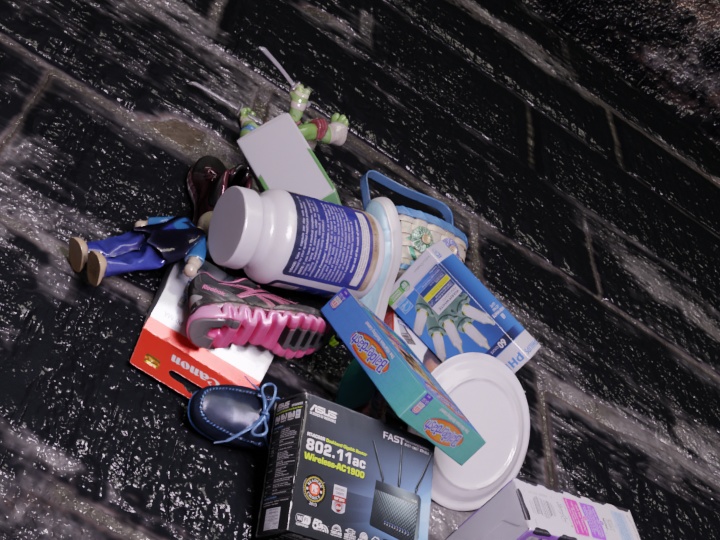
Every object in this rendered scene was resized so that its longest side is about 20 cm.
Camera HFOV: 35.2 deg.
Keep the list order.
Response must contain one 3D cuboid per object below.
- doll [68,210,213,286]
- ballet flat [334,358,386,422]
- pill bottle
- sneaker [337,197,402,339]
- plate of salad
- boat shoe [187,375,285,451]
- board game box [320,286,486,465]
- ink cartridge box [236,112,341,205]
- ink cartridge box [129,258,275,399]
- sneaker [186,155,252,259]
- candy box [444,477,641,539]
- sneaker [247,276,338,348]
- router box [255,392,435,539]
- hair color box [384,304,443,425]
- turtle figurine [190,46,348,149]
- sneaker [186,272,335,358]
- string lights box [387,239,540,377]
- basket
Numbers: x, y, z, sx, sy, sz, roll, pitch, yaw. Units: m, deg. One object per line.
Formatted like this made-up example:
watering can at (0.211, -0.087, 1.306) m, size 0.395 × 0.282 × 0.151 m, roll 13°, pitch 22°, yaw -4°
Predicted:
doll at (-0.240, -0.029, 1.357) m, size 0.199 × 0.049 × 0.136 m, roll -19°, pitch 38°, yaw -41°
ballet flat at (0.002, 0.192, 1.406) m, size 0.201 × 0.075 × 0.064 m, roll -82°, pitch 149°, yaw -51°
pill bottle at (-0.078, -0.034, 1.378) m, size 0.198 × 0.116 × 0.116 m, roll 13°, pitch 40°, yaw -35°
sneaker at (0.000, 0.000, 1.526) m, size 0.081 × 0.203 × 0.074 m, roll 3°, pitch 9°, yaw -41°
plate of salad at (0.136, 0.206, 1.463) m, size 0.198 × 0.048 × 0.203 m, roll 0°, pitch 91°, yaw -31°
boat shoe at (-0.097, 0.165, 1.284) m, size 0.198 × 0.068 × 0.085 m, roll 15°, pitch 70°, yaw -35°
board game box at (0.049, 0.124, 1.334) m, size 0.152 × 0.045 × 0.200 m, roll 43°, pitch 5°, yaw -45°
ink cartridge box at (-0.081, -0.093, 1.548) m, size 0.146 × 0.083 × 0.200 m, roll 58°, pitch -5°, yaw 27°
ink cartridge box at (-0.176, 0.077, 1.353) m, size 0.159 × 0.047 × 0.201 m, roll 33°, pitch 29°, yaw -15°
sneaker at (-0.179, -0.114, 1.526) m, size 0.075 × 0.116 × 0.201 m, roll 18°, pitch 37°, yaw -25°
candy box at (0.208, 0.337, 1.335) m, size 0.198 × 0.168 × 0.072 m, roll 19°, pitch 36°, yaw -32°
sneaker at (-0.093, 0.034, 1.506) m, size 0.200 × 0.071 × 0.083 m, roll 50°, pitch -14°, yaw 39°
router box at (-0.011, 0.238, 1.246) m, size 0.199 × 0.062 × 0.151 m, roll 25°, pitch 58°, yaw -33°
hair color box at (0.073, 0.123, 1.563) m, size 0.110 × 0.064 × 0.201 m, roll 30°, pitch 33°, yaw -20°
turtle figurine at (-0.119, -0.250, 1.750) m, size 0.193 × 0.144 × 0.201 m, roll 2°, pitch 51°, yaw -53°
sneaker at (-0.120, 0.046, 1.357) m, size 0.198 × 0.079 × 0.096 m, roll 11°, pitch 41°, yaw -33°
string lights box at (0.137, 0.069, 1.543) m, size 0.200 × 0.103 × 0.059 m, roll 47°, pitch 28°, yaw 8°
basket at (0.078, -0.043, 1.707) m, size 0.175 × 0.139 × 0.202 m, roll 19°, pitch 46°, yaw -31°
